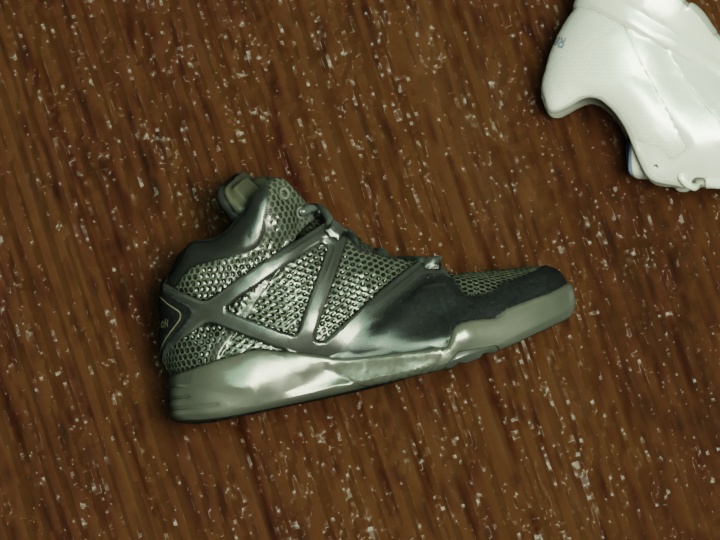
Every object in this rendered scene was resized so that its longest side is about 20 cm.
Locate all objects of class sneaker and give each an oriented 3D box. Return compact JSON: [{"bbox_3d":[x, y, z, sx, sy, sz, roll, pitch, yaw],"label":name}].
[{"bbox_3d":[0.000,0.000,1.321,0.198,0.076,0.115,-10,88,-6],"label":"sneaker"},{"bbox_3d":[0.178,-0.069,1.377,0.199,0.075,0.087,30,88,3],"label":"sneaker"}]
